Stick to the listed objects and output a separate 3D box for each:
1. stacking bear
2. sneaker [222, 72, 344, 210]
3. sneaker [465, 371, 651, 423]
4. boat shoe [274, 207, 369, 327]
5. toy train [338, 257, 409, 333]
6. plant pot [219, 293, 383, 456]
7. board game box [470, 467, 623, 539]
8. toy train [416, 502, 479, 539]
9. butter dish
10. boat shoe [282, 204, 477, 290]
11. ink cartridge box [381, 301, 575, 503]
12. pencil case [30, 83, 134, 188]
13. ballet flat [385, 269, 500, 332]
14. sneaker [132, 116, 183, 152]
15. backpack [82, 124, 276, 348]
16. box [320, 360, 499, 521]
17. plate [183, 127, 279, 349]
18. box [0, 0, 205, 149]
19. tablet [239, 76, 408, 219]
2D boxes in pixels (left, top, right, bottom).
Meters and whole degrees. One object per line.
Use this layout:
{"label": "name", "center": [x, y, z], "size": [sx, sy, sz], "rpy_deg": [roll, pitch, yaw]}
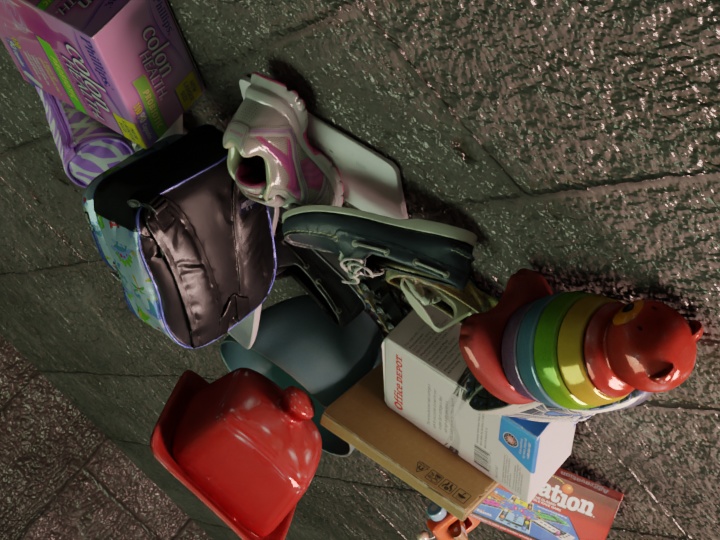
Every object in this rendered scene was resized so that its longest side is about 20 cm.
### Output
{"label": "stacking bear", "center": [0.206, 0.067, 1.447], "size": [0.200, 0.121, 0.114], "rpy_deg": [-3, 121, 50]}
{"label": "sneaker", "center": [-0.085, -0.099, 1.613], "size": [0.081, 0.088, 0.200], "rpy_deg": [25, 155, 38]}
{"label": "sneaker", "center": [0.203, 0.109, 1.587], "size": [0.200, 0.077, 0.085], "rpy_deg": [-5, 158, 41]}
{"label": "boat shoe", "center": [-0.077, -0.011, 1.857], "size": [0.200, 0.066, 0.070], "rpy_deg": [42, 160, 1]}
{"label": "toy train", "center": [0.000, 0.000, 1.790], "size": [0.046, 0.034, 0.200], "rpy_deg": [24, 154, 48]}
{"label": "plant pot", "center": [-0.049, 0.104, 1.950], "size": [0.200, 0.135, 0.200], "rpy_deg": [35, 159, 15]}
{"label": "board game box", "center": [0.188, 0.257, 1.863], "size": [0.199, 0.019, 0.103], "rpy_deg": [21, 121, 10]}
{"label": "toy train", "center": [0.115, 0.247, 1.931], "size": [0.200, 0.150, 0.056], "rpy_deg": [62, 173, -36]}
{"label": "butter dish", "center": [-0.112, 0.186, 1.850], "size": [0.199, 0.148, 0.200], "rpy_deg": [45, -158, -11]}
{"label": "boat shoe", "center": [0.013, -0.019, 1.584], "size": [0.199, 0.062, 0.075], "rpy_deg": [9, 168, 15]}
{"label": "ink cartridge box", "center": [0.126, 0.134, 1.751], "size": [0.200, 0.084, 0.146], "rpy_deg": [34, 153, 22]}
{"label": "pencil case", "center": [-0.312, -0.179, 1.811], "size": [0.085, 0.084, 0.200], "rpy_deg": [25, -154, -47]}
{"label": "ballet flat", "center": [0.108, 0.046, 1.639], "size": [0.200, 0.071, 0.071], "rpy_deg": [38, 160, 7]}
{"label": "sneaker", "center": [-0.222, -0.108, 1.845], "size": [0.080, 0.076, 0.200], "rpy_deg": [32, 129, 18]}
{"label": "backpack", "center": [-0.184, -0.036, 1.726], "size": [0.147, 0.183, 0.201], "rpy_deg": [24, 137, 43]}
{"label": "box", "center": [0.081, 0.175, 1.832], "size": [0.200, 0.163, 0.021], "rpy_deg": [32, 135, 22]}
{"label": "plate", "center": [-0.162, -0.044, 1.866], "size": [0.200, 0.032, 0.200], "rpy_deg": [38, 131, 35]}
{"label": "box", "center": [-0.283, -0.248, 1.695], "size": [0.200, 0.097, 0.176], "rpy_deg": [29, 157, 29]}
{"label": "tablet", "center": [-0.036, -0.112, 1.648], "size": [0.200, 0.014, 0.130], "rpy_deg": [33, 159, 24]}
